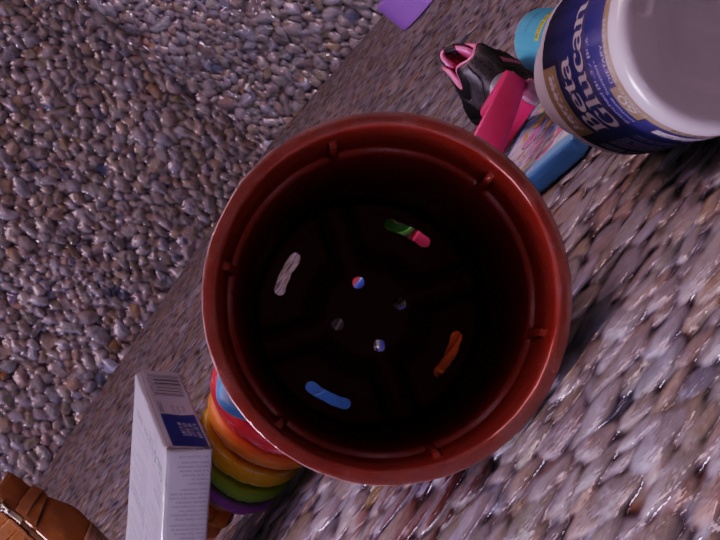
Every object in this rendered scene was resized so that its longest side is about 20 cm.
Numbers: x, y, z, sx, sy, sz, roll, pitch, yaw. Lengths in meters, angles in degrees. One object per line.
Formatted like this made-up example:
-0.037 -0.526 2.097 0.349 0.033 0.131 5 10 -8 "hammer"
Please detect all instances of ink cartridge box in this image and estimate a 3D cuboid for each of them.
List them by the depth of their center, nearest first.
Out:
-0.150 0.199 1.405 0.200 0.040 0.201 -133 48 -71 "ink cartridge box"

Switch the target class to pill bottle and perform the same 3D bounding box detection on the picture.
0.166 -0.124 1.063 0.111 0.111 0.200 -53 8 -8 "pill bottle"

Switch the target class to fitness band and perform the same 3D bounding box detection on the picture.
0.091 -0.080 1.452 0.144 0.037 0.200 -62 -1 -11 "fitness band"

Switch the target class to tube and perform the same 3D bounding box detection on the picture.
0.183 -0.165 1.335 0.078 0.050 0.200 -57 25 -9 "tube"

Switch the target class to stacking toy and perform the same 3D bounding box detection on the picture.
-0.091 0.146 1.424 0.116 0.109 0.200 -93 27 -55 "stacking toy"

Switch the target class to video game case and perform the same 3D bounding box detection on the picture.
0.158 -0.120 1.423 0.143 0.018 0.200 -42 13 48 "video game case"

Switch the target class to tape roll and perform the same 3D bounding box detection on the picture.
0.114 -0.521 3.251 0.200 0.066 0.200 -51 8 10 "tape roll"

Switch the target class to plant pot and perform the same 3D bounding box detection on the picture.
0.010 0.021 1.084 0.201 0.200 0.195 -52 0 -5 "plant pot"

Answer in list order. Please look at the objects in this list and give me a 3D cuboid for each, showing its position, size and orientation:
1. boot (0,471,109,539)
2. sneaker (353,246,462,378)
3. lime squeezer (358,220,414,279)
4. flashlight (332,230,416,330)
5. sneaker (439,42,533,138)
-0.341 0.308 1.839 0.200 0.155 0.077 -57 10 -34 "boot"
0.033 0.022 1.281 0.075 0.078 0.200 -48 9 17 "sneaker"
0.033 -0.051 1.543 0.200 0.038 0.071 -59 7 -37 "lime squeezer"
0.000 0.000 1.579 0.067 0.068 0.200 1 38 36 "flashlight"
0.111 -0.171 1.640 0.079 0.095 0.200 -53 7 1 "sneaker"
